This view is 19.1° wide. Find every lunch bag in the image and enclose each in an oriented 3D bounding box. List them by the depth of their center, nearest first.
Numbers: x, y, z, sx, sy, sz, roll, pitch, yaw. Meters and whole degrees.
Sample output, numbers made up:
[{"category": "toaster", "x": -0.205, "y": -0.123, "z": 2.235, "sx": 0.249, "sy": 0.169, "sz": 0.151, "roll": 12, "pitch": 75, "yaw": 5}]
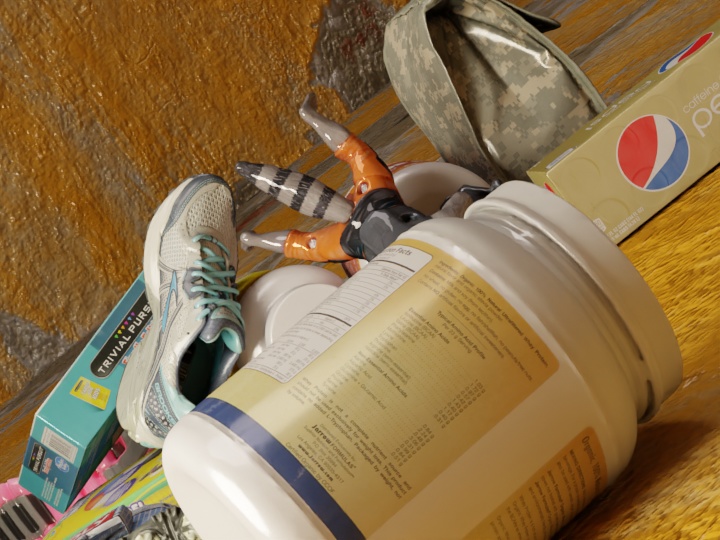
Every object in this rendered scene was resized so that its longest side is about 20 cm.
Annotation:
[{"category": "lunch bag", "x": 0.102, "y": -0.131, "z": 1.607, "sx": 0.117, "sy": 0.200, "sz": 0.164, "roll": -38, "pitch": 7, "yaw": -7}]

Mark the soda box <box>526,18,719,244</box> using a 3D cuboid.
[{"category": "soda box", "x": 0.211, "y": -0.099, "z": 1.410, "sx": 0.200, "sy": 0.068, "sz": 0.064, "roll": -38, "pitch": 7, "yaw": -4}]

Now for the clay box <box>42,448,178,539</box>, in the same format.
[{"category": "clay box", "x": -0.168, "y": 0.177, "z": 1.579, "sx": 0.199, "sy": 0.048, "sz": 0.115, "roll": -33, "pitch": 8, "yaw": 25}]

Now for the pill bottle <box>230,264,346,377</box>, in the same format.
[{"category": "pill bottle", "x": -0.054, "y": 0.049, "z": 1.606, "sx": 0.104, "sy": 0.105, "sz": 0.200, "roll": -39, "pitch": 7, "yaw": -13}]

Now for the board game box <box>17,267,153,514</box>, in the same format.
[{"category": "board game box", "x": -0.180, "y": 0.071, "z": 1.622, "sx": 0.201, "sy": 0.047, "sz": 0.151, "roll": -56, "pitch": -2, "yaw": -28}]

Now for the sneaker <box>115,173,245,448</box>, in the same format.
[{"category": "sneaker", "x": -0.109, "y": 0.029, "z": 1.527, "sx": 0.086, "sy": 0.077, "sz": 0.202, "roll": -5, "pitch": 73, "yaw": 51}]

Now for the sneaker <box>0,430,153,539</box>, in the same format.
[{"category": "sneaker", "x": -0.236, "y": 0.188, "z": 1.816, "sx": 0.199, "sy": 0.079, "sz": 0.095, "roll": -35, "pitch": -14, "yaw": 15}]

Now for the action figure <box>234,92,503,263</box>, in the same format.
[{"category": "action figure", "x": 0.000, "y": 0.000, "z": 1.433, "sx": 0.201, "sy": 0.193, "sz": 0.105, "roll": -60, "pitch": -24, "yaw": 1}]

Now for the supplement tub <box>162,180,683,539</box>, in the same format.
[{"category": "supplement tub", "x": 0.029, "y": 0.068, "z": 0.934, "sx": 0.200, "sy": 0.145, "sz": 0.144, "roll": -39, "pitch": 8, "yaw": -17}]

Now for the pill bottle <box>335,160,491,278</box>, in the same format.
[{"category": "pill bottle", "x": 0.040, "y": -0.025, "z": 1.589, "sx": 0.112, "sy": 0.112, "sz": 0.200, "roll": -38, "pitch": 8, "yaw": -5}]

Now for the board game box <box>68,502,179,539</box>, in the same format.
[{"category": "board game box", "x": -0.200, "y": 0.221, "z": 1.406, "sx": 0.200, "sy": 0.062, "sz": 0.200, "roll": -37, "pitch": 8, "yaw": 4}]

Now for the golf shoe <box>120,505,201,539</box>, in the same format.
[{"category": "golf shoe", "x": -0.060, "y": 0.152, "z": 1.199, "sx": 0.199, "sy": 0.077, "sz": 0.088, "roll": -33, "pitch": -11, "yaw": 3}]
